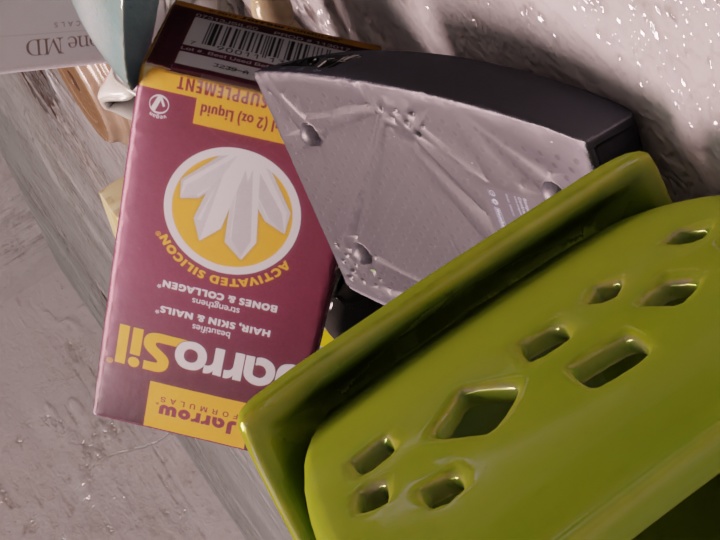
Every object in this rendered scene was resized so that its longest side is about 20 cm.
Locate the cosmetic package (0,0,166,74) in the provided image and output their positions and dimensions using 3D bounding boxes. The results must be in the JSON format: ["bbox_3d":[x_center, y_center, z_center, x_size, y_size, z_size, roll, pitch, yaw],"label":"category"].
[{"bbox_3d":[-0.157,-0.207,0.870,0.074,0.101,0.202,-149,53,-64],"label":"cosmetic package"}]

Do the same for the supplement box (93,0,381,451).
[{"bbox_3d":[-0.063,-0.018,0.853,0.086,0.109,0.202,-79,1,-60],"label":"supplement box"}]

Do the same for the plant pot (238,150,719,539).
[{"bbox_3d":[0.086,0.089,0.548,0.181,0.198,0.201,37,157,57],"label":"plant pot"}]

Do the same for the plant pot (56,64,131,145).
[{"bbox_3d":[-0.166,-0.157,1.208,0.202,0.092,0.201,55,167,19],"label":"plant pot"}]

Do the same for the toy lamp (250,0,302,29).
[{"bbox_3d":[-0.033,-0.109,0.892,0.058,0.058,0.202,37,153,59],"label":"toy lamp"}]

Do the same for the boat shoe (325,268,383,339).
[{"bbox_3d":[-0.002,0.002,0.985,0.063,0.073,0.201,52,174,-13],"label":"boat shoe"}]

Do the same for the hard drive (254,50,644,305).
[{"bbox_3d":[0.047,-0.028,0.702,0.199,0.042,0.136,18,140,48],"label":"hard drive"}]

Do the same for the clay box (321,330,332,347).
[{"bbox_3d":[-0.048,0.065,1.224,0.201,0.114,0.048,58,169,7],"label":"clay box"}]

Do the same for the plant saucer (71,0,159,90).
[{"bbox_3d":[-0.108,-0.184,0.766,0.201,0.038,0.204,-173,90,-88],"label":"plant saucer"}]

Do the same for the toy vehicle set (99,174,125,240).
[{"bbox_3d":[-0.112,-0.034,1.214,0.027,0.124,0.200,52,166,21],"label":"toy vehicle set"}]

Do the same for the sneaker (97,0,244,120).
[{"bbox_3d":[-0.110,-0.134,0.970,0.078,0.098,0.202,62,-172,-68],"label":"sneaker"}]
